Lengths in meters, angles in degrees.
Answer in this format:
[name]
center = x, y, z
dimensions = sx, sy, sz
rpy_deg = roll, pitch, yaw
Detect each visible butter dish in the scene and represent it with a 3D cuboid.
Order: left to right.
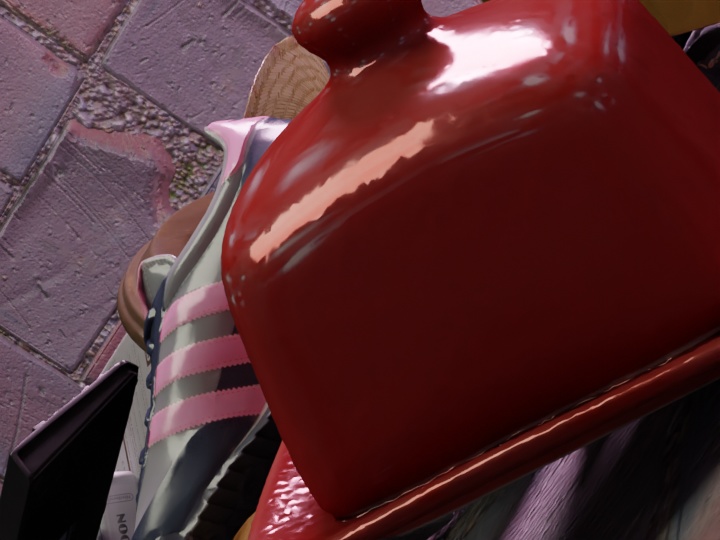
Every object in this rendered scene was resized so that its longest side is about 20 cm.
[butter dish]
center = 0.031, -0.028, 0.740
dimensions = 0.200, 0.148, 0.200
rpy_deg = -28, 15, 17

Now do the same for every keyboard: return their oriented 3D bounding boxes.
[keyboard]
center = -0.143, 0.127, 0.963
dimensions = 0.127, 0.021, 0.200
rpy_deg = -48, -15, -40

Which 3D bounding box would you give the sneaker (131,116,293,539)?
[sneaker]
center = -0.053, 0.037, 0.882
dimensions = 0.200, 0.082, 0.070
rpy_deg = -66, -26, -10

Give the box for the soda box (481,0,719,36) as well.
[soda box]
center = 0.118, -0.126, 0.879
dimensions = 0.064, 0.068, 0.200
rpy_deg = -31, 9, -27

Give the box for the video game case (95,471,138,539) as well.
[video game case]
center = -0.114, 0.203, 1.094
dimensions = 0.200, 0.023, 0.182
rpy_deg = 131, 129, -65

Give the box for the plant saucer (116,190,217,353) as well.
[plant saucer]
center = 0.000, 0.000, 0.989
dimensions = 0.200, 0.200, 0.030
rpy_deg = -63, -24, -64

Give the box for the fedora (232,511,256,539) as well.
[fedora]
center = -0.039, 0.172, 0.773
dimensions = 0.201, 0.082, 0.201
rpy_deg = -63, 2, 5

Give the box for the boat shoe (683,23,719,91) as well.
[boat shoe]
center = 0.105, -0.043, 0.904
dimensions = 0.200, 0.062, 0.075
rpy_deg = -59, 5, -28

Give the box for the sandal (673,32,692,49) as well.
[sandal]
center = 0.123, -0.093, 1.017
dimensions = 0.200, 0.048, 0.075
rpy_deg = -48, 5, -28

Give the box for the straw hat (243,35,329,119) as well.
[straw hat]
center = 0.003, -0.020, 1.246
dimensions = 0.201, 0.085, 0.202
rpy_deg = 3, -90, -73

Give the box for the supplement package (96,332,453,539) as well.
[supplement package]
center = -0.052, 0.090, 1.089
dimensions = 0.200, 0.117, 0.118
rpy_deg = 130, 129, -65
